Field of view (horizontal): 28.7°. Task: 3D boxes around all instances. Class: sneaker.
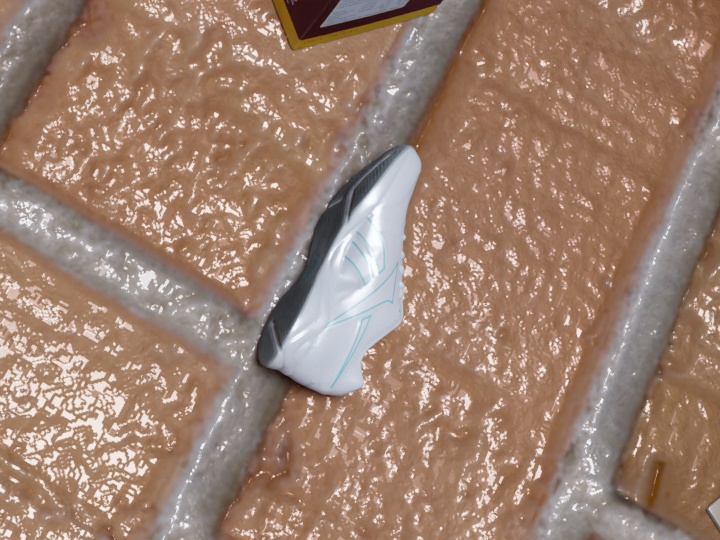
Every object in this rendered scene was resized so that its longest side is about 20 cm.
[{"bbox_3d":[0.000,0.000,1.044,0.080,0.070,0.201,33,73,-19],"label":"sneaker"}]

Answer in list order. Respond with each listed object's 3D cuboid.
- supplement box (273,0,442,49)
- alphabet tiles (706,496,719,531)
[{"bbox_3d":[0.001,-0.306,1.044,0.132,0.200,0.199,-19,83,-24],"label":"supplement box"},{"bbox_3d":[0.368,0.250,1.143,0.166,0.006,0.201,-32,89,-24],"label":"alphabet tiles"}]
